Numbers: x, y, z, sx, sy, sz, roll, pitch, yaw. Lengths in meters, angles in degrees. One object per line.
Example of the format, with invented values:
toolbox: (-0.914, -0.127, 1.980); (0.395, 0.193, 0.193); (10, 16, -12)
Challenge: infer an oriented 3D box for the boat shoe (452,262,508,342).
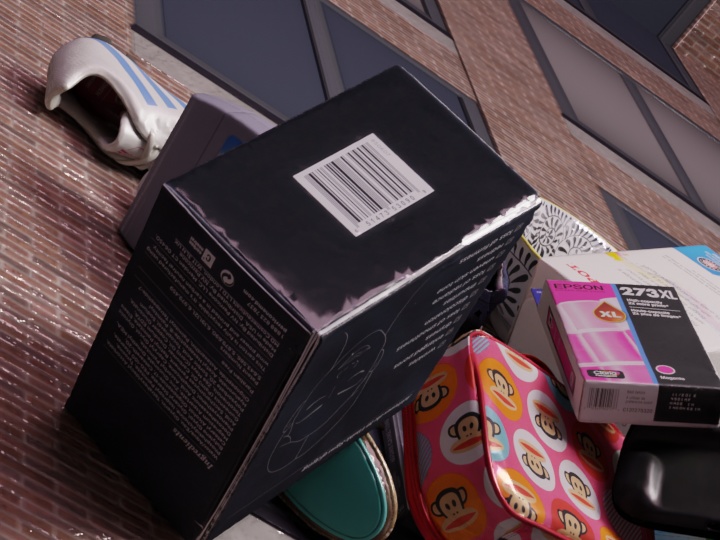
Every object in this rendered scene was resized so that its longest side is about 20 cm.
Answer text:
boat shoe: (0.073, 0.002, 1.698); (0.075, 0.093, 0.200); (33, 20, -20)

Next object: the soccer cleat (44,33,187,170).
soccer cleat: (-0.146, -0.093, 1.559); (0.200, 0.070, 0.086); (32, 33, -12)

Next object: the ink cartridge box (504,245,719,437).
ink cartridge box: (0.224, 0.079, 1.626); (0.200, 0.145, 0.147); (-3, 32, -41)

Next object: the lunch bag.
lunch bag: (0.111, 0.128, 1.380); (0.200, 0.082, 0.176); (37, 35, -37)

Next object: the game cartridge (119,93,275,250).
game cartridge: (-0.071, -0.021, 1.390); (0.040, 0.133, 0.200); (6, 33, -52)

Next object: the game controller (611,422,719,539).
game controller: (0.263, 0.138, 1.361); (0.200, 0.042, 0.104); (7, 45, 13)

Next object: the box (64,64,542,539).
box: (-0.034, 0.019, 1.189); (0.124, 0.197, 0.200); (44, 45, 16)

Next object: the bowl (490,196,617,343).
bowl: (0.172, 0.032, 1.821); (0.201, 0.094, 0.201); (36, 18, -14)

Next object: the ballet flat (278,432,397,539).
ballet flat: (-0.047, 0.090, 1.314); (0.200, 0.071, 0.065); (48, 3, 12)

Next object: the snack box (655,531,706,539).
snack box: (0.266, 0.193, 1.622); (0.116, 0.037, 0.200); (3, 5, 23)

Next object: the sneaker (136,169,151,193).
sneaker: (-0.068, -0.036, 1.536); (0.200, 0.073, 0.071); (-4, 57, -35)

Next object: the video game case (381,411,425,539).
video game case: (0.076, 0.148, 1.482); (0.143, 0.019, 0.200); (33, 21, -20)

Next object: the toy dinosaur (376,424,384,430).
toy dinosaur: (-0.006, 0.051, 1.399); (0.058, 0.101, 0.200); (9, -8, -9)

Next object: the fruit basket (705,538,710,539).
fruit basket: (0.313, 0.208, 1.460); (0.155, 0.216, 0.216); (8, 14, 13)

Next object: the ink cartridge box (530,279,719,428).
ink cartridge box: (0.178, 0.046, 1.445); (0.095, 0.037, 0.200); (3, 22, -7)
